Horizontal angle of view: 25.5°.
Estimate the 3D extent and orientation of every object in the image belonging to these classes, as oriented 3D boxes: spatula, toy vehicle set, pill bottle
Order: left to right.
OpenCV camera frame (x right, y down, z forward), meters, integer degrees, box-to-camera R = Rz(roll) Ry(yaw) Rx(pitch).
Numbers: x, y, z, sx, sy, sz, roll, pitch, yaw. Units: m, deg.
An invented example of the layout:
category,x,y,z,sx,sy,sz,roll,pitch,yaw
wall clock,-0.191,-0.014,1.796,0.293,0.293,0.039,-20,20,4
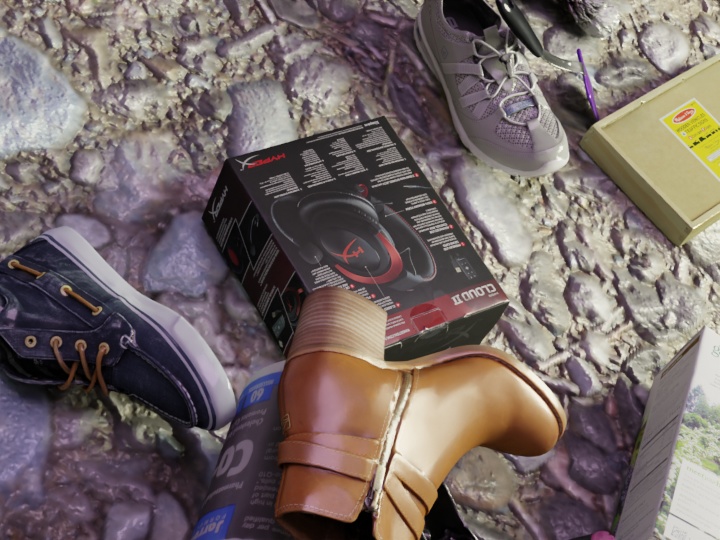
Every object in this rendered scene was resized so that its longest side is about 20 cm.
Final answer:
category,x,y,z,sx,sy,sz,roll,pitch,yaw
pill bottle,-0.046,0.165,0.973,0.113,0.114,0.201,23,49,-7
spatula,0.159,-0.177,1.311,0.199,0.020,0.057,29,45,-50
toy vehicle set,0.298,-0.109,1.392,0.199,0.027,0.124,-29,70,-37

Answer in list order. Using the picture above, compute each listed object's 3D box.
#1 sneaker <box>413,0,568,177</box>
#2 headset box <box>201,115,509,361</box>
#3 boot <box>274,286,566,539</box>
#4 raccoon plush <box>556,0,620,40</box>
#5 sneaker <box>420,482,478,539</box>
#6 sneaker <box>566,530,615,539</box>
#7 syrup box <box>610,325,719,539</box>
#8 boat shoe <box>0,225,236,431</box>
category,x,y,z,sx,sy,sz,roll,pitch,yaw
sneaker,0.104,-0.161,1.300,0.074,0.082,0.201,-25,63,-20
headset box,0.000,0.000,1.143,0.148,0.075,0.201,-19,64,-33
boot,0.037,0.111,0.939,0.199,0.076,0.156,30,46,-27
raccoon plush,0.131,-0.270,1.402,0.134,0.097,0.200,-36,75,-31
sneaker,0.065,0.235,0.975,0.059,0.105,0.201,-12,61,-31
sneaker,0.142,0.258,1.021,0.079,0.087,0.201,-11,31,14
syrup box,0.242,0.146,1.138,0.078,0.082,0.201,29,48,-4
boat shoe,-0.172,0.054,1.019,0.091,0.071,0.200,-32,54,-32
